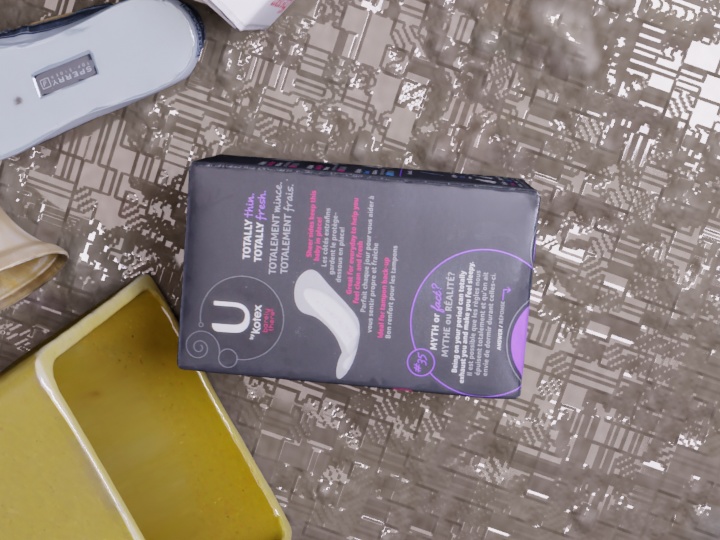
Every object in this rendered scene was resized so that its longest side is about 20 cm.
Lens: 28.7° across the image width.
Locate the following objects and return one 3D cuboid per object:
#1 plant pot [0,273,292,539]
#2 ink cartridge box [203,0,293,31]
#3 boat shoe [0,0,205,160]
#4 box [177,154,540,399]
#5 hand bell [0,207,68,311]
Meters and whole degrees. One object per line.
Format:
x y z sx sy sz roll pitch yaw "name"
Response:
-0.186 0.149 0.827 0.199 0.194 0.197 -26 97 14 "plant pot"
-0.022 -0.231 0.778 0.200 0.146 0.085 -44 96 8 "ink cartridge box"
-0.184 -0.111 0.830 0.198 0.091 0.071 -16 100 3 "boat shoe"
0.000 0.000 0.832 0.198 0.106 0.123 5 97 2 "box"
-0.270 -0.070 0.854 0.104 0.104 0.201 -31 85 6 "hand bell"
